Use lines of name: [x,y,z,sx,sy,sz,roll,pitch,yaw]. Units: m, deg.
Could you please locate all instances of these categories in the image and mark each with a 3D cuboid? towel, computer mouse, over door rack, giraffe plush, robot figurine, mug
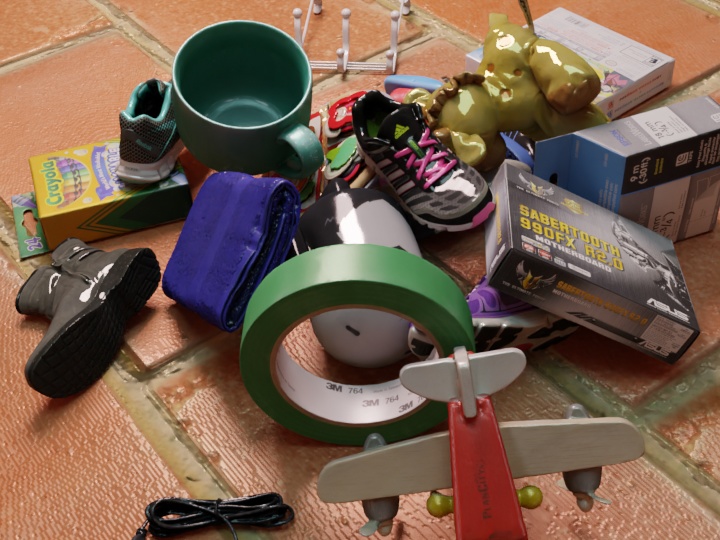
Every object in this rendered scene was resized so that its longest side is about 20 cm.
towel: [-0.125,-0.022,1.051,0.200,0.049,0.148,17,83,62]
computer mouse: [-0.126,0.248,0.844,0.140,0.046,0.200,-1,41,1]
over door rack: [-0.014,-0.344,1.494,0.147,0.067,0.200,4,42,8]
giraffe plush: [0.144,-0.169,1.134,0.162,0.200,0.173,-38,21,-8]
robot figurine: [0.002,-0.001,1.053,0.150,0.125,0.200,-13,46,-2]
mug: [-0.127,-0.166,1.182,0.151,0.115,0.186,-5,60,-9]

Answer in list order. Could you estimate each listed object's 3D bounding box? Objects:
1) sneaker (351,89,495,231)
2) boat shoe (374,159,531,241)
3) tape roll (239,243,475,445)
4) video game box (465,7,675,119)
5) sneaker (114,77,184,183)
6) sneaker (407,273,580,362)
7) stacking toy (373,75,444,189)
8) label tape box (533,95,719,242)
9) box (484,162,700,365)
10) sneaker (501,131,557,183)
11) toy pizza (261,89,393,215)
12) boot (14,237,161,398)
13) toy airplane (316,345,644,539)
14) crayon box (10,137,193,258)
sneaker: [0.052,-0.113,1.061,0.074,0.088,0.200,-38,51,-7]
boat shoe: [0.093,-0.072,1.182,0.199,0.061,0.076,-13,29,-6]
tape roll: [-0.002,0.067,0.923,0.199,0.201,0.048,-1,41,3]
video game box: [0.267,-0.258,1.389,0.182,0.047,0.200,-28,46,-28]
sneaker: [-0.222,-0.186,1.237,0.077,0.092,0.200,8,41,9]
sneaker: [0.122,0.039,1.016,0.199,0.081,0.084,-8,57,-34]
stacking toy: [0.025,-0.122,1.226,0.200,0.110,0.116,-44,38,-23]
label tape box: [0.279,-0.085,1.118,0.199,0.145,0.063,-17,45,-14]
box: [0.216,-0.009,1.031,0.199,0.048,0.159,24,33,-10]
sneaker: [0.179,-0.166,1.280,0.078,0.070,0.200,-16,49,-18]
toy pizza: [-0.043,-0.130,1.207,0.200,0.032,0.201,-25,41,24]
boot: [-0.300,0.046,1.091,0.130,0.068,0.200,4,43,29]
toy airplane: [0.093,0.157,0.861,0.200,0.141,0.199,35,82,15]
crayon box: [-0.303,-0.093,1.243,0.199,0.052,0.126,-15,42,-12]
